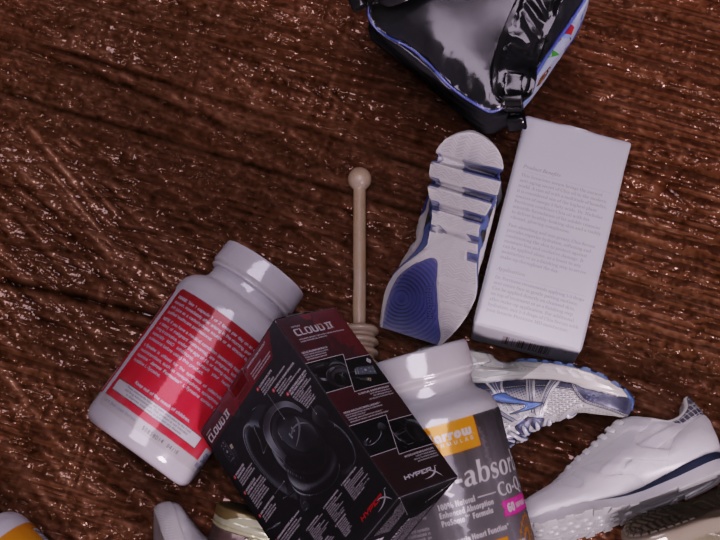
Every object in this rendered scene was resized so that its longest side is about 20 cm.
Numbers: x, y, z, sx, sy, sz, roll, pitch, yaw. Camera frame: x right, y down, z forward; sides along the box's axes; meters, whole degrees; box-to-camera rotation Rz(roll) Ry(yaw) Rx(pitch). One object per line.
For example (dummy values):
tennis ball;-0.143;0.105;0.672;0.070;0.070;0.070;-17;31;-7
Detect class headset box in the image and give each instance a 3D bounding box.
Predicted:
headset box;-0.036;0.141;1.191;0.077;0.149;0.201;-8;53;-46

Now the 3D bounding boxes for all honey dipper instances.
honey dipper;0.000;0.000;1.349;0.038;0.038;0.202;1;74;2

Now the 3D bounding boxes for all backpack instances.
backpack;0.120;-0.243;1.348;0.200;0.154;0.191;40;88;4

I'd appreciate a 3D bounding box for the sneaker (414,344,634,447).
sneaker;0.142;0.121;1.302;0.198;0.077;0.086;7;84;12

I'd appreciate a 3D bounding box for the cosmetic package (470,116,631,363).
cosmetic package;0.172;-0.027;1.331;0.100;0.071;0.202;15;77;6

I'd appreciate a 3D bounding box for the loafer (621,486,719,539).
loafer;0.321;0.227;1.264;0.198;0.076;0.069;-13;101;-8

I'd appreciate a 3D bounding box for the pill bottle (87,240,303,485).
pill bottle;-0.141;0.078;1.293;0.112;0.112;0.201;33;79;9

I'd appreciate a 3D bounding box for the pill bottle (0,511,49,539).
pill bottle;-0.297;0.279;1.248;0.200;0.111;0.111;41;80;11

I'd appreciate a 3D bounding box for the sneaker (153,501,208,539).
sneaker;-0.112;0.284;1.272;0.088;0.075;0.201;-24;79;-20

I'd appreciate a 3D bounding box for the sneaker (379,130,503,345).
sneaker;0.088;-0.036;1.335;0.080;0.115;0.201;21;107;9

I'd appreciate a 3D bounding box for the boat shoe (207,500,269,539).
boat shoe;-0.041;0.258;1.257;0.199;0.072;0.067;23;90;-14

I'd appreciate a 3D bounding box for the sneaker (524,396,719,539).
sneaker;0.221;0.178;1.285;0.198;0.077;0.081;-18;67;-10

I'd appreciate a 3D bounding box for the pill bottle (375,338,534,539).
pill bottle;0.071;0.166;1.226;0.115;0.116;0.202;-15;86;-2
